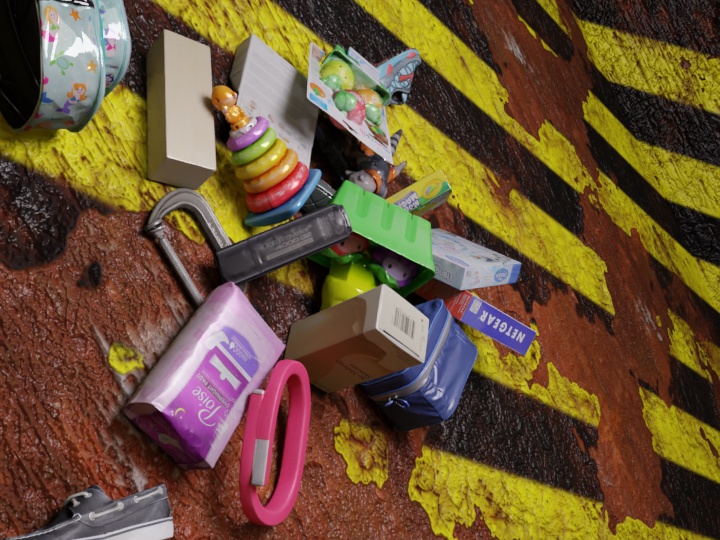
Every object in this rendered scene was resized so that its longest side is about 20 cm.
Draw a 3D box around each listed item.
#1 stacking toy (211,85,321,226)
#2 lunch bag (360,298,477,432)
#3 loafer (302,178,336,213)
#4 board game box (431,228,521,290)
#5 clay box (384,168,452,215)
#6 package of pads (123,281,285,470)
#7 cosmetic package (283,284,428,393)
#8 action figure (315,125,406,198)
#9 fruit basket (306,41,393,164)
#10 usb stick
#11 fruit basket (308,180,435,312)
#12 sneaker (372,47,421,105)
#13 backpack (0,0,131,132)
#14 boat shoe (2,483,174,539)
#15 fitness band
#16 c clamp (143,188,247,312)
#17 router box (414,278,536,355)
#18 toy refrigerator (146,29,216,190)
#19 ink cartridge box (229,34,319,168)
[{"bbox_3d":[-0.153,-0.176,1.000,0.202,0.114,0.111,58,38,-28],"label":"stacking toy"},{"bbox_3d":[0.086,0.150,1.121,0.133,0.134,0.201,50,43,-16],"label":"lunch bag"},{"bbox_3d":[-0.024,-0.089,1.171,0.199,0.071,0.064,43,23,-23],"label":"loafer"},{"bbox_3d":[0.159,-0.025,1.261,0.196,0.197,0.045,-3,113,-49],"label":"board game box"},{"bbox_3d":[0.098,-0.122,1.207,0.049,0.113,0.200,61,3,2],"label":"clay box"},{"bbox_3d":[-0.185,0.127,0.856,0.121,0.075,0.202,51,48,-23],"label":"package of pads"},{"bbox_3d":[-0.009,0.102,0.986,0.104,0.198,0.073,35,49,-29],"label":"cosmetic package"},{"bbox_3d":[0.008,-0.200,1.238,0.202,0.103,0.195,52,31,-21],"label":"action figure"},{"bbox_3d":[-0.013,-0.286,1.160,0.183,0.094,0.202,33,27,-26],"label":"fruit basket"},{"bbox_3d":[-0.106,-0.035,0.956,0.195,0.033,0.057,-23,88,-11],"label":"usb stick"},{"bbox_3d":[0.000,0.000,1.069,0.210,0.155,0.222,9,67,-22],"label":"fruit basket"},{"bbox_3d":[0.067,-0.388,1.433,0.199,0.078,0.098,-41,112,-42],"label":"sneaker"},{"bbox_3d":[-0.353,-0.262,0.796,0.148,0.175,0.206,-3,77,-43],"label":"backpack"},{"bbox_3d":[-0.276,0.254,0.704,0.197,0.071,0.070,7,68,-50],"label":"boat shoe"},{"bbox_3d":[-0.106,0.217,0.887,0.144,0.036,0.206,48,47,-68],"label":"fitness band"},{"bbox_3d":[-0.224,-0.009,0.932,0.170,0.027,0.204,-32,97,-51],"label":"c clamp"},{"bbox_3d":[0.197,0.068,1.267,0.198,0.178,0.050,28,93,-38],"label":"router box"},{"bbox_3d":[-0.254,-0.222,0.974,0.074,0.069,0.206,10,63,-39],"label":"toy refrigerator"},{"bbox_3d":[-0.144,-0.261,1.136,0.161,0.056,0.205,32,53,-35],"label":"ink cartridge box"}]
